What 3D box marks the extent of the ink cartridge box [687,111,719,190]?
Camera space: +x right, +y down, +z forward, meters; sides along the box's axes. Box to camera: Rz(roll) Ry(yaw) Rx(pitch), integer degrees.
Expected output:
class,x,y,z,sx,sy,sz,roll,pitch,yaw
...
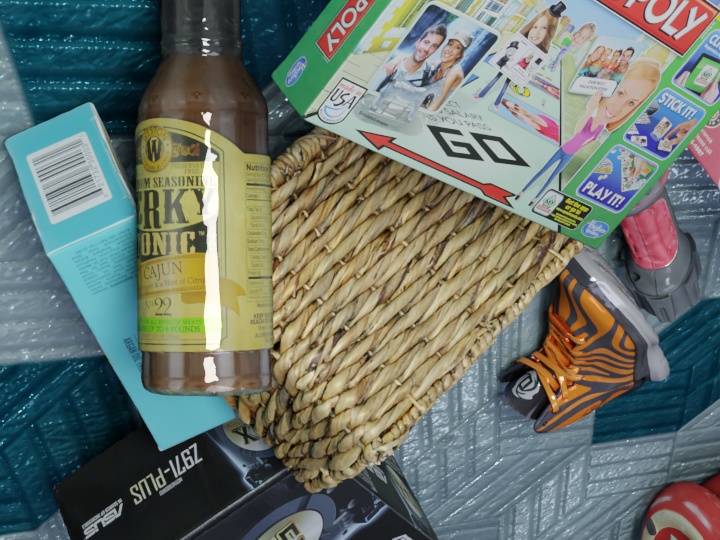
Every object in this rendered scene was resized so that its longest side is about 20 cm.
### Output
class,x,y,z,sx,sy,sz,roll,pitch,yaw
ink cartridge box,0.296,-0.112,0.915,0.084,0.146,0.200,11,129,-42

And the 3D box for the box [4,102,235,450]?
class,x,y,z,sx,sy,sz,roll,pitch,yaw
box,-0.123,0.009,0.822,0.049,0.083,0.200,-24,145,-6

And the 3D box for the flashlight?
class,x,y,z,sx,sy,sz,roll,pitch,yaw
flashlight,0.180,-0.031,1.000,0.068,0.068,0.200,-40,143,-4

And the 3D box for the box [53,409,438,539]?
class,x,y,z,sx,sy,sz,roll,pitch,yaw
box,-0.066,0.158,0.985,0.163,0.086,0.200,-34,145,6

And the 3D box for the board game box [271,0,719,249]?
class,x,y,z,sx,sy,sz,roll,pitch,yaw
board game box,0.076,-0.089,0.614,0.199,0.029,0.135,19,119,-46

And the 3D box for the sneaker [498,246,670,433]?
class,x,y,z,sx,sy,sz,roll,pitch,yaw
sneaker,0.147,0.059,1.084,0.112,0.078,0.200,-34,145,4

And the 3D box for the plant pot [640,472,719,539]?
class,x,y,z,sx,sy,sz,roll,pitch,yaw
plant pot,0.368,0.268,1.404,0.181,0.201,0.201,-11,142,-21

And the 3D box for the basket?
class,x,y,z,sx,sy,sz,roll,pitch,yaw
basket,0.000,0.000,0.849,0.200,0.149,0.143,-45,-178,-24

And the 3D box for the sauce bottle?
class,x,y,z,sx,sy,sz,roll,pitch,yaw
sauce bottle,-0.073,-0.044,0.714,0.064,0.201,0.065,-2,179,0
